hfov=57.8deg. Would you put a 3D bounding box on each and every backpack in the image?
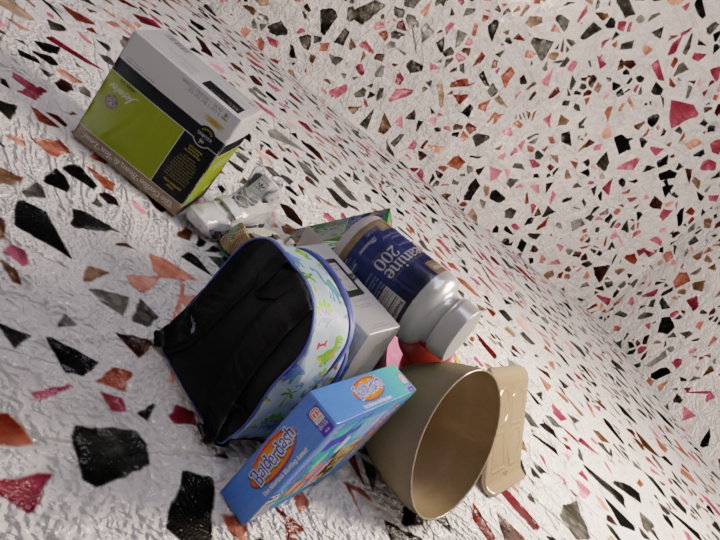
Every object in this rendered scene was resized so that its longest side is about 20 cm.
[{"bbox_3d":[-0.101,0.071,0.735,0.146,0.200,0.183,15,31,-54],"label":"backpack"}]

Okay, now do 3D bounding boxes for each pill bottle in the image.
[{"bbox_3d":[0.059,0.025,0.874,0.200,0.111,0.111,39,16,20],"label":"pill bottle"}]

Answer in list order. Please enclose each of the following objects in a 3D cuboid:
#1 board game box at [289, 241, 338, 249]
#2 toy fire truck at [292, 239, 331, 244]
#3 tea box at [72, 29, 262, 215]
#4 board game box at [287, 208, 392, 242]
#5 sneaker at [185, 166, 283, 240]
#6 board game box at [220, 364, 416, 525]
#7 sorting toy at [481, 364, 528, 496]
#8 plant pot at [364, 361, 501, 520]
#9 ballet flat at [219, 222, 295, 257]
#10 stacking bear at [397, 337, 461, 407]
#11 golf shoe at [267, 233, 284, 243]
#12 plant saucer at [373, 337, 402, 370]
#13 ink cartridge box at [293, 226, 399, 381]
[{"bbox_3d":[0.000,0.000,1.000,0.198,0.035,0.127,-4,36,-22],"label":"board game box"},{"bbox_3d":[-0.012,-0.001,1.086,0.199,0.049,0.142,-16,71,-32],"label":"toy fire truck"},{"bbox_3d":[-0.299,-0.234,1.032,0.200,0.197,0.134,40,19,-8],"label":"tea box"},{"bbox_3d":[-0.041,-0.067,1.219,0.135,0.198,0.029,-77,153,-69],"label":"board game box"},{"bbox_3d":[-0.203,-0.116,1.092,0.075,0.115,0.200,45,18,14],"label":"sneaker"},{"bbox_3d":[-0.037,0.178,0.701,0.045,0.152,0.200,47,18,19],"label":"board game box"},{"bbox_3d":[0.243,0.265,1.115,0.036,0.202,0.185,0,-5,31],"label":"sorting toy"},{"bbox_3d":[0.077,0.204,0.867,0.134,0.202,0.200,18,1,38],"label":"plant pot"},{"bbox_3d":[-0.143,-0.028,1.096,0.199,0.065,0.071,22,23,-49],"label":"ballet flat"},{"bbox_3d":[0.108,0.150,0.981,0.122,0.113,0.201,-111,-176,-55],"label":"stacking bear"},{"bbox_3d":[-0.144,0.021,0.971,0.092,0.072,0.201,43,31,-17],"label":"golf shoe"},{"bbox_3d":[0.073,0.117,1.064,0.050,0.202,0.200,11,-1,34],"label":"plant saucer"},{"bbox_3d":[-0.055,0.048,0.843,0.068,0.116,0.200,-9,48,-48],"label":"ink cartridge box"}]
